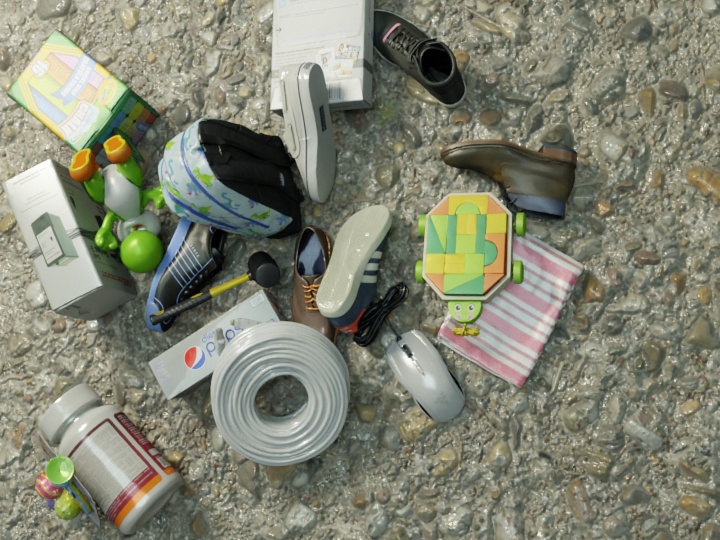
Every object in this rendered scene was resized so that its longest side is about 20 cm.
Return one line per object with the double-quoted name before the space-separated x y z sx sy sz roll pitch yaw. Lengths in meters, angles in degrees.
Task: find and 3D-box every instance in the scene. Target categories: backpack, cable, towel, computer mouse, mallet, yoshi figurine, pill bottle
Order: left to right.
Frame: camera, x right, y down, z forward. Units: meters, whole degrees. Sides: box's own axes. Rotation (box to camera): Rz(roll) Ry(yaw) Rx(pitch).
"pill bottle" -0.358 0.265 1.196 0.200 0.110 0.110 44 89 10
"yoshi figurine" -0.328 -0.078 1.192 0.110 0.202 0.113 6 44 29
"mallet" -0.205 0.033 1.200 0.198 0.066 0.042 -28 115 -18
"backpack" -0.185 -0.131 1.176 0.151 0.200 0.166 -19 75 15
"cable" -0.109 0.170 1.166 0.195 0.069 0.204 1 104 -8
"computer mouse" 0.077 0.125 1.197 0.109 0.044 0.201 -38 80 0
"towel" 0.214 0.045 1.199 0.145 0.030 0.203 28 87 8

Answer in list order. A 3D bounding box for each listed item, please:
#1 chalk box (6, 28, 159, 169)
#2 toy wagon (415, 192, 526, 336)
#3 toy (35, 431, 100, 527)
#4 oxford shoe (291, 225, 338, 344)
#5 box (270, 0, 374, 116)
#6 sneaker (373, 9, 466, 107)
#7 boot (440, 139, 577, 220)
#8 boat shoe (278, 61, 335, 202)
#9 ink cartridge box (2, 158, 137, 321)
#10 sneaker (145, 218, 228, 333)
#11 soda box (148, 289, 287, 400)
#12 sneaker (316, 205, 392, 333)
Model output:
"chalk box" -0.395 -0.236 1.255 0.199 0.125 0.125 38 89 8
"toy wagon" 0.153 -0.010 1.183 0.152 0.040 0.204 0 74 19
"toy" -0.413 0.303 1.155 0.115 0.201 0.047 45 58 10
"oxford shoe" -0.072 0.036 1.210 0.070 0.073 0.205 -6 83 5
"box" -0.057 -0.339 1.253 0.153 0.041 0.205 -2 83 21
"sneaker" 0.077 -0.327 1.225 0.200 0.099 0.071 44 91 11
"boot" 0.209 -0.129 1.198 0.195 0.075 0.099 4 81 5
"boat shoe" -0.082 -0.197 1.215 0.064 0.072 0.203 6 122 24
"ink cartridge box" -0.417 -0.040 1.223 0.083 0.146 0.203 -25 82 2
"sneaker" -0.248 0.003 1.236 0.077 0.070 0.204 19 85 13
"soda box" -0.202 0.108 1.218 0.198 0.068 0.064 -33 83 2
"sneaker" 0.000 0.000 1.208 0.074 0.085 0.202 6 55 33
